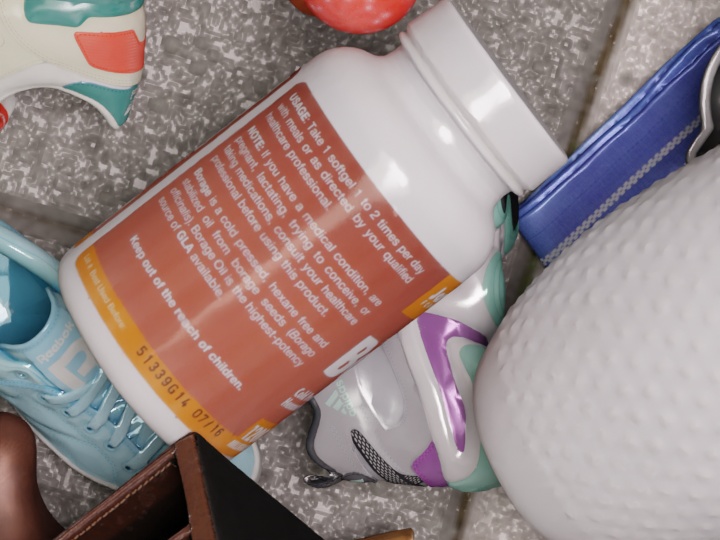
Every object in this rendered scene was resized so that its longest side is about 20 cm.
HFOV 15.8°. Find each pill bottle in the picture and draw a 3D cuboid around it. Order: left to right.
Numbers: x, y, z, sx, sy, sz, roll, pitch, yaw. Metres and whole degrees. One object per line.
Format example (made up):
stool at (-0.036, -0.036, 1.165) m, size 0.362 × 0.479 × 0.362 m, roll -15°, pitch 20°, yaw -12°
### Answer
pill bottle at (-0.017, -0.019, 1.075) m, size 0.200 × 0.112 × 0.112 m, roll -37°, pitch 94°, yaw 7°

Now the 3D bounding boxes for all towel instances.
towel at (0.183, 0.000, 1.200) m, size 0.145 × 0.024 × 0.200 m, roll -42°, pitch 94°, yaw -3°

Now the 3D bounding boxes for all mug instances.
mug at (0.151, 0.061, 1.048) m, size 0.175 × 0.147 × 0.201 m, roll -30°, pitch 84°, yaw 26°

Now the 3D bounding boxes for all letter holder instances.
letter holder at (-0.053, 0.189, 1.075) m, size 0.142 × 0.101 × 0.200 m, roll -36°, pitch 126°, yaw 15°

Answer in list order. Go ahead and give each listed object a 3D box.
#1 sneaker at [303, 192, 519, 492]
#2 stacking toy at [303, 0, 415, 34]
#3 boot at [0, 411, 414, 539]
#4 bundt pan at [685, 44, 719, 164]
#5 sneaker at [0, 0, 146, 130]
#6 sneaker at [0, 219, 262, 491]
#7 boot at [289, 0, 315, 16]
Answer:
sneaker at (0.000, 0.000, 1.158) m, size 0.139 × 0.078 × 0.201 m, roll -4°, pitch 74°, yaw 10°
stacking toy at (0.012, -0.192, 1.113) m, size 0.085 × 0.085 × 0.201 m, roll 16°, pitch 62°, yaw -5°
boot at (-0.072, 0.139, 1.141) m, size 0.199 × 0.068 × 0.190 m, roll -7°, pitch 103°, yaw -5°
bundt pan at (0.236, -0.052, 1.155) m, size 0.200 × 0.076 × 0.203 m, roll 0°, pitch 95°, yaw -5°
sneaker at (-0.189, -0.103, 1.141) m, size 0.198 × 0.070 × 0.094 m, roll 4°, pitch 114°, yaw 5°
sneaker at (-0.128, 0.044, 1.142) m, size 0.200 × 0.082 × 0.074 m, roll 35°, pitch 88°, yaw -6°
boot at (-0.082, -0.176, 1.157) m, size 0.107 × 0.075 × 0.200 m, roll -40°, pitch 94°, yaw 10°
